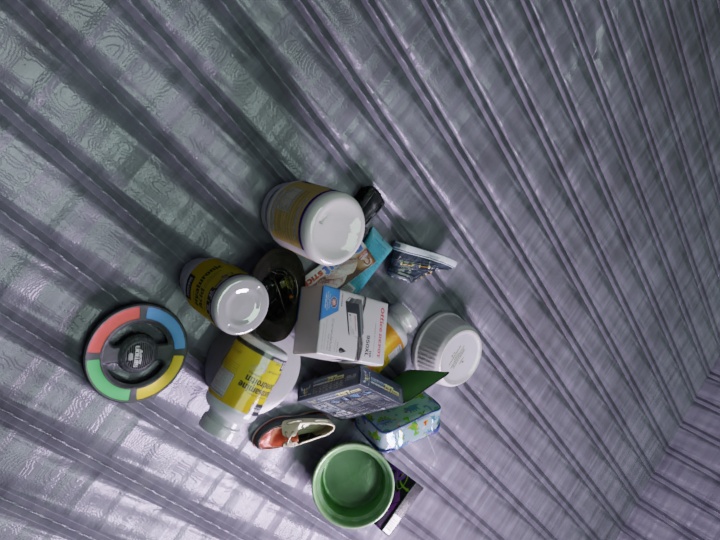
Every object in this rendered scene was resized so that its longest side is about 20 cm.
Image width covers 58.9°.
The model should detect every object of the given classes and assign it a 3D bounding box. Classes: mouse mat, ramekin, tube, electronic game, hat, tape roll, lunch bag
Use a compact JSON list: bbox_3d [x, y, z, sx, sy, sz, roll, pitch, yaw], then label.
[{"bbox_3d":[0.111,0.288,1.585,0.160,0.200,0.008,-28,98,-28],"label":"mouse mat"},{"bbox_3d":[0.241,0.220,1.725,0.201,0.094,0.204,-13,113,-34],"label":"ramekin"},{"bbox_3d":[0.000,0.000,1.499,0.077,0.050,0.201,45,72,-33],"label":"tube"},{"bbox_3d":[-0.427,0.158,1.218,0.199,0.042,0.202,-13,113,-34],"label":"electronic game"},{"bbox_3d":[-0.196,0.049,1.330,0.200,0.080,0.202,-3,93,-59],"label":"hat"},{"bbox_3d":[-0.020,0.515,1.562,0.198,0.098,0.202,0,87,-2],"label":"ramekin"},{"bbox_3d":[-0.230,0.206,1.372,0.199,0.066,0.202,-14,113,-35],"label":"tape roll"},{"bbox_3d":[0.093,0.369,1.617,0.199,0.160,0.083,-17,119,-31],"label":"lunch bag"}]

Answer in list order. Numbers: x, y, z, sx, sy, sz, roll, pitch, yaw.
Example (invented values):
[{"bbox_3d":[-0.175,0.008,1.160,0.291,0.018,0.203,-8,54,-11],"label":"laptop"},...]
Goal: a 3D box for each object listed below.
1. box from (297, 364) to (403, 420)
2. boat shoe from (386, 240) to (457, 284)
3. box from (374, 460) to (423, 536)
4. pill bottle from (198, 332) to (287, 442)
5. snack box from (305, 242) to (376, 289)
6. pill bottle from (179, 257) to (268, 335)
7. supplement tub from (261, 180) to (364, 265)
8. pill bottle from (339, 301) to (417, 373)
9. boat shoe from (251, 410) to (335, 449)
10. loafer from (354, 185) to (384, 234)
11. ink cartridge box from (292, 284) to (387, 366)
[{"bbox_3d":[-0.024,0.287,1.480,0.157,0.199,0.051,32,47,-39],"label":"box"},{"bbox_3d":[0.151,-0.009,1.602,0.199,0.071,0.092,14,97,-33],"label":"boat shoe"},{"bbox_3d":[0.061,0.570,1.631,0.036,0.200,0.143,44,76,-21],"label":"box"},{"bbox_3d":[-0.235,0.230,1.260,0.112,0.112,0.201,32,84,-40],"label":"pill bottle"},{"bbox_3d":[-0.061,0.009,1.442,0.200,0.024,0.072,-37,93,-20],"label":"snack box"},{"bbox_3d":[-0.266,0.039,1.202,0.111,0.199,0.112,-12,111,-34],"label":"pill bottle"},{"bbox_3d":[-0.100,-0.101,1.285,0.145,0.200,0.147,-13,113,-34],"label":"supplement tub"},{"bbox_3d":[0.043,0.171,1.543,0.200,0.111,0.111,-42,126,-20],"label":"pill bottle"},{"bbox_3d":[-0.155,0.378,1.489,0.199,0.062,0.072,-8,111,-35],"label":"boat shoe"},{"bbox_3d":[-0.012,-0.099,1.439,0.070,0.068,0.201,43,74,-28],"label":"loafer"},{"bbox_3d":[-0.038,0.124,1.383,0.199,0.084,0.146,18,72,-42],"label":"ink cartridge box"}]
